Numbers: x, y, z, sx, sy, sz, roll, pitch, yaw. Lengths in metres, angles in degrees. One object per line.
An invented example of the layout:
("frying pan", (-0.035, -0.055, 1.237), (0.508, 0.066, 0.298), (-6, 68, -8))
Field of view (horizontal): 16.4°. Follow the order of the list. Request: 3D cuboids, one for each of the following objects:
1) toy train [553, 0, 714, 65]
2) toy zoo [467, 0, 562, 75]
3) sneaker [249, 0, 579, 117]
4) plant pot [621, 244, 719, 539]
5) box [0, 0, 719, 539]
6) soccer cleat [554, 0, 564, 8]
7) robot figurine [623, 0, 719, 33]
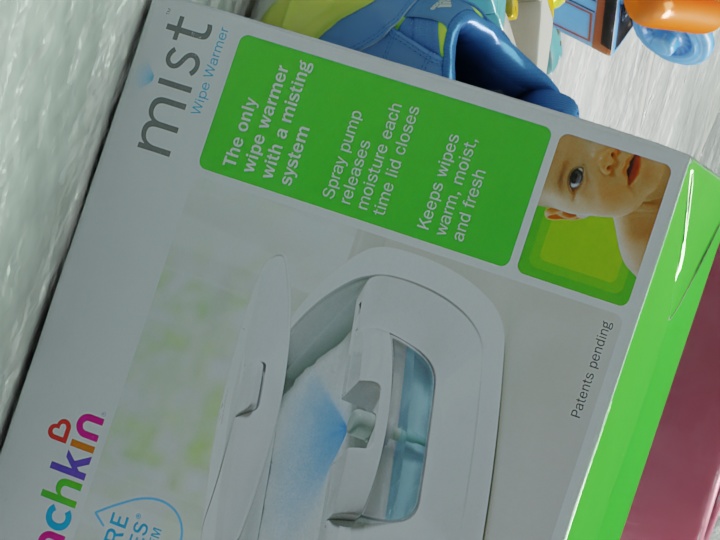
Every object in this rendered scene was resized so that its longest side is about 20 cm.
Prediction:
("toy train", (0.140, -0.181, 1.231), (0.087, 0.114, 0.200), (-57, 163, -25))
("toy zoo", (0.045, -0.140, 0.893), (0.200, 0.020, 0.131), (66, 25, -53))
("sneaker", (0.031, -0.016, 0.872), (0.076, 0.105, 0.200), (-49, 131, -32))
("plant pot", (0.136, 0.046, 1.406), (0.200, 0.179, 0.200), (18, 90, -78))
("box", (-0.003, 0.038, 0.766), (0.097, 0.176, 0.200), (17, 93, -74))
("soccer cleat", (0.059, -0.123, 1.029), (0.065, 0.084, 0.200), (-48, 154, -61))
("robot figurine", (0.138, -0.205, 1.068), (0.144, 0.116, 0.200), (147, -65, -74))
